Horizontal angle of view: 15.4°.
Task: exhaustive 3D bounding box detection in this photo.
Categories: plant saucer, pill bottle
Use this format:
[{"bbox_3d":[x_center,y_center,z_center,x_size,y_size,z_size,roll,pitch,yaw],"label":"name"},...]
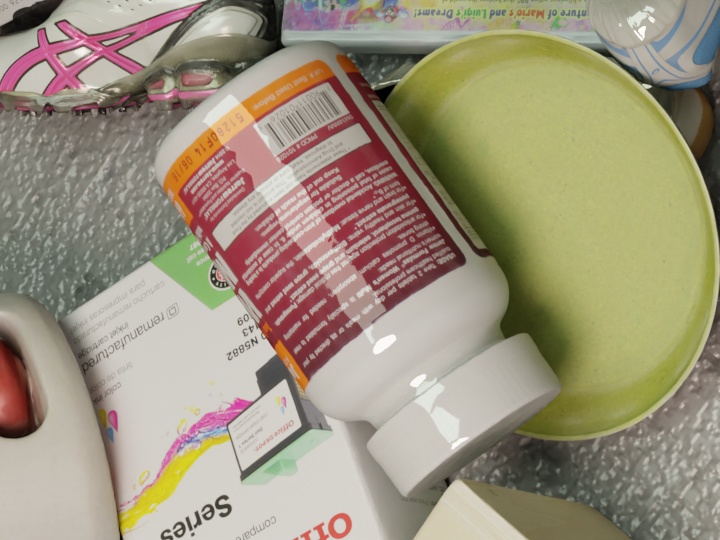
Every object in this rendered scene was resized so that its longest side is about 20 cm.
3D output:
[{"bbox_3d":[0.088,-0.019,1.267,0.200,0.031,0.200,12,112,33],"label":"plant saucer"},{"bbox_3d":[0.000,0.000,1.249,0.110,0.110,0.200,-39,80,21],"label":"pill bottle"}]

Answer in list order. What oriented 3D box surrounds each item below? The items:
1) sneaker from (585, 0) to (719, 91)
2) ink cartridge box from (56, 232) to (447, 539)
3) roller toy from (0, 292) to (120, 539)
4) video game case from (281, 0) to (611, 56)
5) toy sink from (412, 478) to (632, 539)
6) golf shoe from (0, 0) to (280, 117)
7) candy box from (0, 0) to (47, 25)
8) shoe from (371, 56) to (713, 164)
[{"bbox_3d":[0.143,-0.174,1.257,0.072,0.072,0.200,-7,59,25],"label":"sneaker"},{"bbox_3d":[-0.052,0.085,1.341,0.145,0.084,0.200,-32,64,24],"label":"ink cartridge box"},{"bbox_3d":[-0.213,0.108,1.367,0.182,0.140,0.200,177,81,-71],"label":"roller toy"},{"bbox_3d":[0.062,-0.198,1.341,0.200,0.024,0.182,3,81,22],"label":"video game case"},{"bbox_3d":[0.053,0.208,1.218,0.112,0.130,0.200,39,103,33],"label":"toy sink"},{"bbox_3d":[-0.130,-0.129,1.439,0.200,0.073,0.092,-2,97,28],"label":"golf shoe"},{"bbox_3d":[-0.240,-0.173,1.498,0.200,0.061,0.136,-24,29,28],"label":"candy box"},{"bbox_3d":[0.076,-0.072,1.308,0.200,0.053,0.070,2,81,34],"label":"shoe"}]
